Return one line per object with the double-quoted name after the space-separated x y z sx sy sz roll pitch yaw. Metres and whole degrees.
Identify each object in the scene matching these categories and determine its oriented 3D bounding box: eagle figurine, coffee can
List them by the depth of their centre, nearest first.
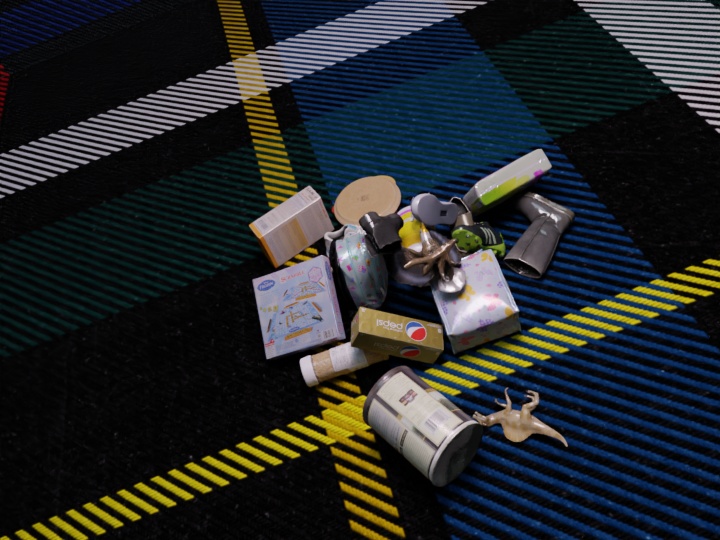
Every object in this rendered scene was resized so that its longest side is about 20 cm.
0.121 0.306 1.336 0.146 0.147 0.199 -41 51 -17 "coffee can"
0.153 -0.034 1.505 0.150 0.200 0.153 15 86 -10 "eagle figurine"

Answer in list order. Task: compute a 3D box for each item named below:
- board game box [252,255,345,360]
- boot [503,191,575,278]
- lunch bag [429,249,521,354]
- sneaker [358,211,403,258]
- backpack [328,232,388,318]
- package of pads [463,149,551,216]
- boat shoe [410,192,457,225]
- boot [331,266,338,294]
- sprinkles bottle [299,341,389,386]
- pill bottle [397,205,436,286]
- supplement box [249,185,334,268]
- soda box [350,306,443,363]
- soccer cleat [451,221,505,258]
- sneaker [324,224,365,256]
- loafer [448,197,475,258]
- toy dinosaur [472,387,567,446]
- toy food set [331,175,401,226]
-0.148 0.090 1.593 0.198 0.041 0.202 -18 74 20 "board game box"
0.405 -0.088 1.631 0.181 0.073 0.201 25 70 36 "boot"
0.252 0.061 1.515 0.168 0.127 0.201 -21 57 4 "lunch bag"
0.060 -0.077 1.514 0.060 0.199 0.105 -42 69 24 "sneaker"
0.000 0.000 1.599 0.125 0.201 0.168 -20 47 -1 "backpack"
0.364 -0.218 1.693 0.199 0.155 0.069 -28 85 -6 "package of pads"
0.155 -0.150 1.613 0.085 0.201 0.075 12 99 33 "boat shoe"
-0.141 0.075 1.675 0.149 0.073 0.202 3 61 21 "boot"
-0.036 0.202 1.532 0.198 0.069 0.069 -20 47 3 "sprinkles bottle"
0.144 -0.060 1.665 0.103 0.105 0.201 -14 48 7 "pill bottle"
-0.184 -0.118 1.815 0.199 0.127 0.074 -34 47 -11 "supplement box"
0.080 0.144 1.478 0.198 0.064 0.068 13 49 -13 "soda box"
0.276 -0.082 1.585 0.067 0.199 0.082 -22 62 36 "soccer cleat"
-0.002 -0.088 1.754 0.198 0.087 0.075 -15 46 5 "sneaker"
0.254 -0.108 1.690 0.074 0.070 0.201 -18 48 3 "loafer"
0.330 0.296 1.346 0.198 0.058 0.102 6 68 33 "toy dinosaur"
0.017 -0.185 1.853 0.196 0.049 0.201 -21 48 2 "toy food set"
